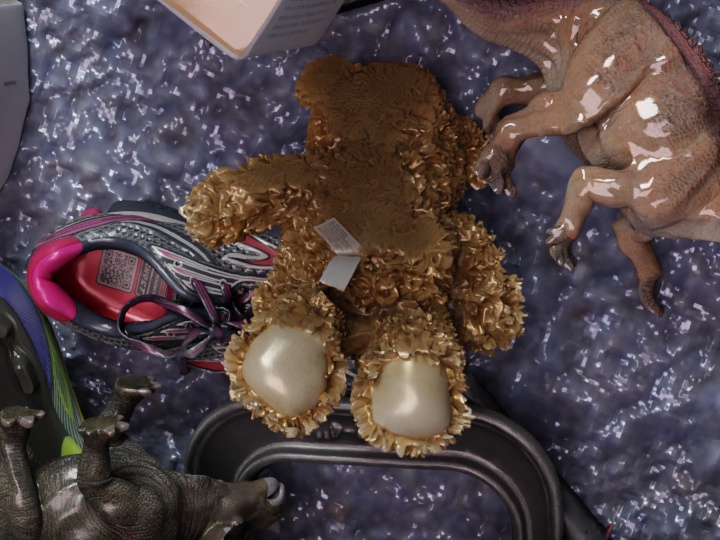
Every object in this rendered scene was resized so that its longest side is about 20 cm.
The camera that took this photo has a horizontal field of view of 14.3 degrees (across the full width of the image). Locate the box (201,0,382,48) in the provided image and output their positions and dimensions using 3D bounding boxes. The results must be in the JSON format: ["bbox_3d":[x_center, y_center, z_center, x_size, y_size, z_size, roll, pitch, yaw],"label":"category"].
[{"bbox_3d":[-0.021,-0.211,1.214,0.140,0.079,0.201,-15,93,14],"label":"box"}]

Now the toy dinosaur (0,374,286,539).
[{"bbox_3d":[-0.130,0.101,1.219,0.199,0.077,0.103,-3,110,0],"label":"toy dinosaur"}]

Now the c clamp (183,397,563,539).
[{"bbox_3d":[-0.001,0.130,1.273,0.199,0.027,0.172,-4,110,20],"label":"c clamp"}]

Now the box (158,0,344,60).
[{"bbox_3d":[-0.038,-0.209,1.126,0.152,0.106,0.200,35,105,8],"label":"box"}]

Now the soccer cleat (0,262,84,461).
[{"bbox_3d":[-0.142,0.081,1.298,0.064,0.084,0.201,-19,113,8],"label":"soccer cleat"}]

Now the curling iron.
[{"bbox_3d":[0.110,0.121,1.246,0.200,0.026,0.050,48,130,7],"label":"curling iron"}]

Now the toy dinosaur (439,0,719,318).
[{"bbox_3d":[0.124,-0.067,1.188,0.136,0.086,0.200,-44,84,17],"label":"toy dinosaur"}]

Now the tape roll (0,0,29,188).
[{"bbox_3d":[-0.253,-0.088,1.302,0.201,0.071,0.204,2,97,16],"label":"tape roll"}]

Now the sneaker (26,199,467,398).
[{"bbox_3d":[-0.050,0.020,1.256,0.199,0.075,0.081,7,99,14],"label":"sneaker"}]

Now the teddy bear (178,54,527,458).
[{"bbox_3d":[0.000,0.000,1.188,0.144,0.201,0.067,-5,137,-11],"label":"teddy bear"}]
